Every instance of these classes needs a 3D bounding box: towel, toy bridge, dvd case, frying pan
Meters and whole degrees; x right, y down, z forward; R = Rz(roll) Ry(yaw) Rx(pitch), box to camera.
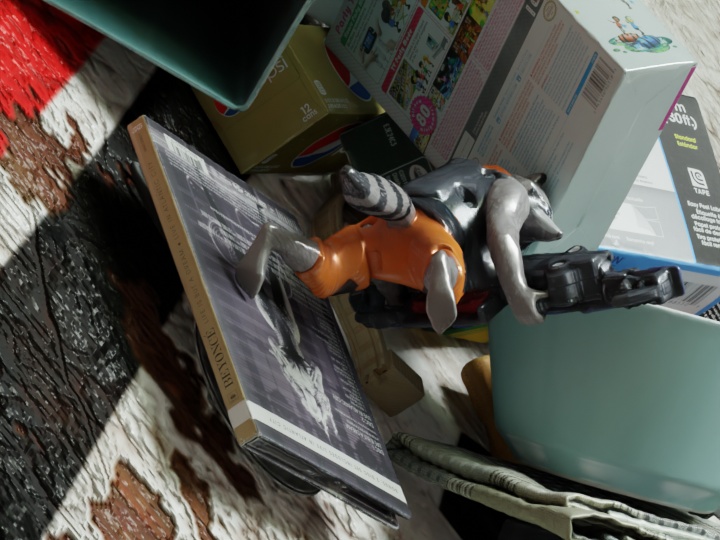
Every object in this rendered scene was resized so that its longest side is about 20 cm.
[{"bbox_3d":[0.136,0.132,1.576,0.192,0.035,0.200,20,0,-32],"label":"towel"},{"bbox_3d":[0.000,0.000,1.695,0.067,0.027,0.200,44,23,-32],"label":"toy bridge"},{"bbox_3d":[-0.046,0.027,1.476,0.149,0.016,0.200,34,28,-53],"label":"dvd case"},{"bbox_3d":[-0.056,0.032,1.520,0.115,0.031,0.190,31,34,-53],"label":"frying pan"}]

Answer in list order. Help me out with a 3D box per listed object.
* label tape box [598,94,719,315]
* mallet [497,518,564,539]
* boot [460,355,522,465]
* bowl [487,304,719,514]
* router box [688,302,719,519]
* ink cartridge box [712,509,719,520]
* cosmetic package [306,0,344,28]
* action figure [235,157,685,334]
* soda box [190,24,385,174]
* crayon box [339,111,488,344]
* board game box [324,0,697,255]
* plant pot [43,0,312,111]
[{"bbox_3d":[0.149,-0.076,1.814,0.143,0.066,0.200,9,57,-37],"label":"label tape box"},{"bbox_3d":[0.165,0.176,1.604,0.041,0.200,0.066,-173,-92,-76],"label":"mallet"},{"bbox_3d":[0.144,0.119,1.788,0.201,0.071,0.144,22,39,-53],"label":"boot"},{"bbox_3d":[0.153,0.070,1.613,0.201,0.105,0.201,16,-1,0],"label":"bowl"},{"bbox_3d":[0.202,0.059,1.896,0.200,0.149,0.051,60,17,9],"label":"router box"},{"bbox_3d":[0.222,0.128,1.778,0.200,0.044,0.174,43,2,11],"label":"ink cartridge box"},{"bbox_3d":[-0.023,-0.193,1.808,0.151,0.052,0.200,31,12,18],"label":"cosmetic package"},{"bbox_3d":[0.058,-0.018,1.486,0.193,0.200,0.105,-22,105,-61],"label":"action figure"},{"bbox_3d":[-0.022,-0.102,1.741,0.064,0.068,0.200,59,19,9],"label":"soda box"},{"bbox_3d":[0.057,-0.025,1.768,0.126,0.052,0.200,68,12,10],"label":"crayon box"},{"bbox_3d":[0.080,-0.122,1.616,0.064,0.148,0.200,-13,52,-40],"label":"board game box"},{"bbox_3d":[-0.084,-0.204,1.607,0.141,0.141,0.200,30,16,-8],"label":"plant pot"}]
